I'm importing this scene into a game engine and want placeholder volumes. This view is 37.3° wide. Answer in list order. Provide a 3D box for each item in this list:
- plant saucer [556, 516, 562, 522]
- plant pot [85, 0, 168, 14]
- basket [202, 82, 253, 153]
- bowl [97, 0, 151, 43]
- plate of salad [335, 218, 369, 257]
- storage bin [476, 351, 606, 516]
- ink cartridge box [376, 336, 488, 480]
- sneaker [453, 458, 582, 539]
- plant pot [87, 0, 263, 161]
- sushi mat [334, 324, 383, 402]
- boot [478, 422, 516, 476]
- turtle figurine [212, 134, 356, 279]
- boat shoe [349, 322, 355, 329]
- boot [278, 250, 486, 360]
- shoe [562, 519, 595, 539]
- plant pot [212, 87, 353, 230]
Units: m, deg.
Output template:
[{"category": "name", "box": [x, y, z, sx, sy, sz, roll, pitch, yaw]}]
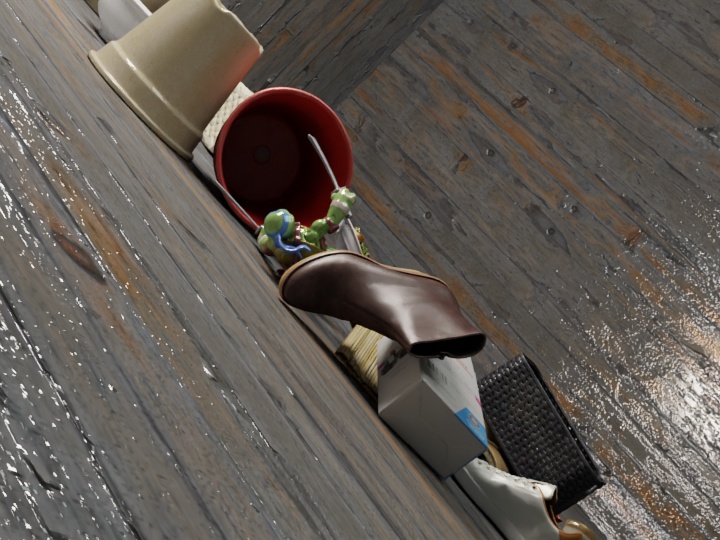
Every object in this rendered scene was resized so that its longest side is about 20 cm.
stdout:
[{"category": "plant saucer", "box": [0.217, 0.309, 1.666, 0.200, 0.037, 0.200, 49, 2, 35]}, {"category": "plant pot", "box": [-0.488, -0.571, 2.192, 0.201, 0.134, 0.200, 47, 2, -2]}, {"category": "basket", "box": [-0.212, -0.253, 1.955, 0.123, 0.136, 0.200, 42, 4, -30]}, {"category": "bowl", "box": [-0.393, -0.413, 1.863, 0.201, 0.090, 0.201, 46, 2, -2]}, {"category": "plate of salad", "box": [0.000, 0.000, 1.761, 0.200, 0.047, 0.204, 166, -89, -79]}, {"category": "storage bin", "box": [0.246, 0.229, 1.481, 0.202, 0.093, 0.135, 60, 10, 21]}, {"category": "ink cartridge box", "box": [0.078, 0.129, 1.223, 0.115, 0.068, 0.201, 47, 17, -18]}, {"category": "sneaker", "box": [0.181, 0.261, 1.256, 0.200, 0.085, 0.073, 47, 4, 21]}, {"category": "plant pot", "box": [-0.240, -0.289, 1.472, 0.201, 0.183, 0.200, 46, 2, -2]}, {"category": "sushi mat", "box": [0.024, 0.105, 1.283, 0.096, 0.012, 0.200, 48, 16, -2]}, {"category": "boot", "box": [0.161, 0.240, 1.465, 0.175, 0.066, 0.200, 48, 4, 31]}, {"category": "turtle figurine", "box": [-0.059, -0.052, 1.366, 0.194, 0.143, 0.201, 50, 4, -43]}, {"category": "boat shoe", "box": [0.040, 0.121, 1.415, 0.074, 0.075, 0.203, 2, 40, -35]}, {"category": "boot", "box": [0.022, 0.041, 1.161, 0.196, 0.074, 0.167, 0, 23, -22]}, {"category": "shoe", "box": [0.359, 0.460, 1.679, 0.069, 0.054, 0.200, 5, -34, 41]}, {"category": "plant pot", "box": [-0.126, -0.158, 1.518, 0.201, 0.201, 0.177, 45, -6, -19]}]
